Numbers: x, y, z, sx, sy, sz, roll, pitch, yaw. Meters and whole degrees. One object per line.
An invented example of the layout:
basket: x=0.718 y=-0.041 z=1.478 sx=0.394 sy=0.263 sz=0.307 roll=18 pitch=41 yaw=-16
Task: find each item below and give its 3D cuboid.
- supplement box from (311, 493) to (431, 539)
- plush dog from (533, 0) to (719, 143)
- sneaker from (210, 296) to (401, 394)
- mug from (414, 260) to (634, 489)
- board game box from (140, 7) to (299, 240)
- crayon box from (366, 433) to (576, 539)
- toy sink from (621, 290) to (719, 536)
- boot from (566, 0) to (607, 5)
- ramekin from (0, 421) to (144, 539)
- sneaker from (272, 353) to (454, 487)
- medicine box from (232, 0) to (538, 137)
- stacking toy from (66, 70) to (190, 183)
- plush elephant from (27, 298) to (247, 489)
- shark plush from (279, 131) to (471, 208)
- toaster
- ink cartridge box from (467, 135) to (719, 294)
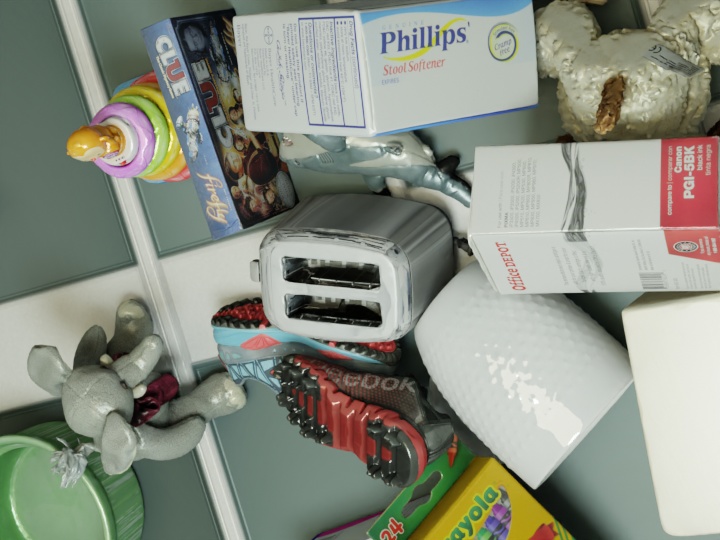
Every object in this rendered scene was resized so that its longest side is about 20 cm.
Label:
supplement box: x=0.042 y=0.284 z=1.594 sx=0.199 sy=0.101 sz=0.104 roll=-25 pitch=92 yaw=25
plush dog: x=0.236 y=-0.128 z=1.400 sx=0.198 sy=0.161 sz=0.172 roll=-5 pitch=139 yaw=21
sneaker: x=-0.047 y=0.084 z=1.612 sx=0.198 sy=0.079 sz=0.096 roll=8 pitch=120 yaw=27
mug: x=0.130 y=0.097 z=1.500 sx=0.175 sy=0.147 sz=0.200 roll=43 pitch=136 yaw=11
board game box: x=-0.128 y=-0.139 z=1.549 sx=0.034 sy=0.135 sz=0.202 roll=-17 pitch=96 yaw=24
crayon box: x=0.118 y=0.258 z=1.486 sx=0.200 sy=0.051 sz=0.127 roll=44 pitch=76 yaw=-9
toy sink: x=0.317 y=0.112 z=1.436 sx=0.129 sy=0.112 sz=0.202 roll=-10 pitch=95 yaw=24
boot: x=0.141 y=-0.323 z=1.444 sx=0.198 sy=0.072 sz=0.168 roll=10 pitch=96 yaw=19
ramekin: x=-0.324 y=0.256 z=1.739 sx=0.198 sy=0.098 sz=0.202 roll=5 pitch=104 yaw=22
sneaker: x=0.006 y=0.126 z=1.514 sx=0.200 sy=0.097 sz=0.071 roll=27 pitch=127 yaw=40
medicine box: x=0.020 y=-0.178 z=1.412 sx=0.199 sy=0.181 sz=0.104 roll=11 pitch=110 yaw=55
stacking toy: x=-0.212 y=-0.127 z=1.550 sx=0.115 sy=0.200 sz=0.111 roll=-17 pitch=95 yaw=24
plush elephant: x=-0.231 y=0.118 z=1.602 sx=0.165 sy=0.155 sz=0.200 roll=43 pitch=74 yaw=12
shark plush: x=0.023 y=-0.106 z=1.555 sx=0.198 sy=0.091 sz=0.084 roll=14 pitch=129 yaw=-2
toaster: x=0.000 y=0.000 z=1.524 sx=0.198 sy=0.129 sz=0.115 roll=6 pitch=111 yaw=22
ink cartridge box: x=0.198 y=-0.042 z=1.359 sx=0.198 sy=0.147 sz=0.084 roll=-1 pitch=70 yaw=15
